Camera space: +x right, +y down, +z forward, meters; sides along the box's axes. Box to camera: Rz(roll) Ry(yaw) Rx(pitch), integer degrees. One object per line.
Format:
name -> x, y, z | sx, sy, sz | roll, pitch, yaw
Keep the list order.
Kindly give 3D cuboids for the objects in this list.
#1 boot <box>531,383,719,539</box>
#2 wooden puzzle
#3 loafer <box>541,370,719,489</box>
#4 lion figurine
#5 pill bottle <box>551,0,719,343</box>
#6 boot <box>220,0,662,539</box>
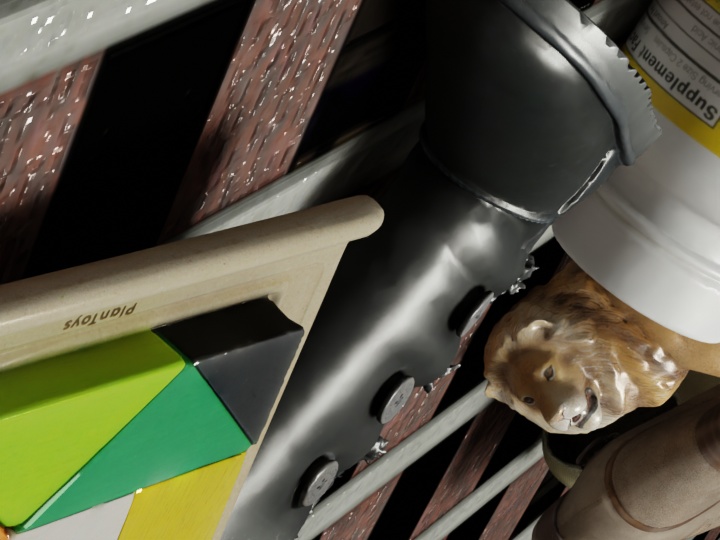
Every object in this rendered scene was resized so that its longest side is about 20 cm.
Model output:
boot -> 0.177, 0.090, 1.149 | 0.200, 0.070, 0.146 | -4, 155, -45
wooden puzzle -> -0.088, 0.072, 0.628 | 0.185, 0.037, 0.200 | -16, 143, -47
loafer -> 0.171, 0.051, 1.203 | 0.200, 0.076, 0.068 | -41, 165, 18
lion figurine -> 0.142, -0.011, 1.009 | 0.200, 0.122, 0.072 | -63, -173, 11
pill bottle -> 0.158, -0.076, 0.892 | 0.200, 0.111, 0.111 | -57, 163, 18
boot -> 0.000, 0.000, 0.735 | 0.200, 0.066, 0.165 | -45, 156, 3
